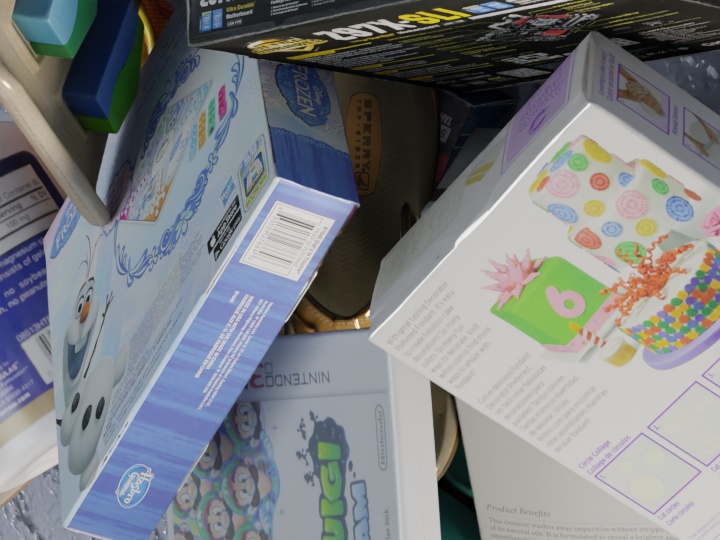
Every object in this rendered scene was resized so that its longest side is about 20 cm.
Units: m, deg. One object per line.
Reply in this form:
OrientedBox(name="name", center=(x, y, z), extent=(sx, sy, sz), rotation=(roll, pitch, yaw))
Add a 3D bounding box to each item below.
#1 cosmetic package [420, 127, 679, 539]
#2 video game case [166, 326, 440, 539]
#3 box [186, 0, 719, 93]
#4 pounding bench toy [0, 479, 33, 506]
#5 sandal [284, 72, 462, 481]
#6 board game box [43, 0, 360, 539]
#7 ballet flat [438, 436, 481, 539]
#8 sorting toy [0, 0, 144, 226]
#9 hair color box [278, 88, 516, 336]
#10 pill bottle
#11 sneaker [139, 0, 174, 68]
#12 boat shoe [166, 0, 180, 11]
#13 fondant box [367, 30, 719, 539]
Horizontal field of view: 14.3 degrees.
OrientedBox(name="cosmetic package", center=(0.102, 0.042, 1.240), extent=(0.113, 0.081, 0.200), rotation=(3, 120, 21))
OrientedBox(name="video game case", center=(-0.026, 0.127, 1.213), extent=(0.182, 0.024, 0.200), rotation=(-7, 86, 54))
OrientedBox(name="box", center=(0.056, -0.111, 1.115), extent=(0.200, 0.159, 0.049), rotation=(-7, 79, 46))
OrientedBox(name="pounding bench toy", center=(-0.154, 0.021, 1.512), extent=(0.124, 0.156, 0.200), rotation=(56, 146, 4))
OrientedBox(name="sandal", center=(0.000, 0.000, 1.232), extent=(0.080, 0.054, 0.200), rotation=(1, 98, 16))
OrientedBox(name="board game box", center=(-0.074, -0.019, 1.233), extent=(0.200, 0.043, 0.199), rotation=(-57, 27, 30))
OrientedBox(name="ballet flat", center=(0.031, 0.122, 1.323), extent=(0.067, 0.200, 0.070), rotation=(34, 117, 5))
OrientedBox(name="sorting toy", center=(-0.112, -0.139, 1.211), extent=(0.036, 0.200, 0.185), rotation=(4, 163, 10))
OrientedBox(name="hair color box", center=(-0.020, -0.010, 1.301), extent=(0.100, 0.061, 0.200), rotation=(29, 106, 17))
OrientedBox(name="pill bottle", center=(-0.187, -0.004, 1.400), extent=(0.200, 0.120, 0.120), rotation=(56, 146, 5))
OrientedBox(name="sneaker", center=(-0.104, -0.096, 1.375), extent=(0.073, 0.077, 0.200), rotation=(-18, 138, 25))
OrientedBox(name="boat shoe", center=(-0.153, -0.179, 1.427), extent=(0.200, 0.068, 0.072), rotation=(51, 145, 5))
OrientedBox(name="fondant box", center=(0.125, 0.019, 1.124), extent=(0.200, 0.058, 0.144), rotation=(32, 124, -16))
